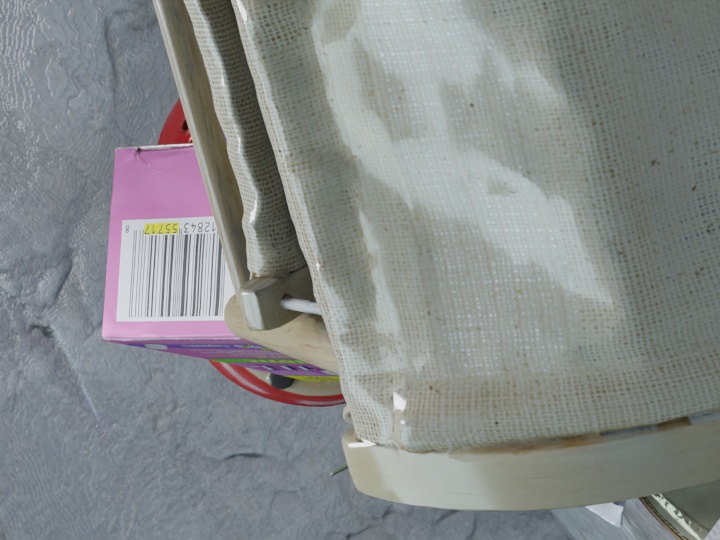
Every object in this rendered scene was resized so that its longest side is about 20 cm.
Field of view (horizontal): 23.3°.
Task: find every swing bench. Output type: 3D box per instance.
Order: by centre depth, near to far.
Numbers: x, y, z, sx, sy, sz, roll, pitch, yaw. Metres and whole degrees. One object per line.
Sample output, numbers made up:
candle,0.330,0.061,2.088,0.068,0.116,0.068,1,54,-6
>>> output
swing bench,0.017,-0.065,0.428,0.200,0.129,0.200,-134,27,-71

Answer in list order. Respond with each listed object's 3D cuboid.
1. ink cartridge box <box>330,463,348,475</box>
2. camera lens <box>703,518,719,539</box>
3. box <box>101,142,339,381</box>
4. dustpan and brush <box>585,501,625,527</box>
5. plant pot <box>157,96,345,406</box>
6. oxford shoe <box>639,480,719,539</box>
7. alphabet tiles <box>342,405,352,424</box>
ink cartridge box,0.053,0.067,1.206,0.060,0.199,0.104,60,177,4
camera lens,0.156,0.150,0.534,0.160,0.200,0.160,36,-177,-2
box,0.000,0.000,0.879,0.200,0.175,0.097,17,-106,-60
dustpan and brush,0.096,0.109,1.026,0.139,0.057,0.200,27,-168,12
plant pot,-0.031,-0.029,1.124,0.201,0.200,0.183,53,-172,-27
oxford shoe,0.175,0.091,0.952,0.200,0.071,0.074,52,174,2
alphabet tiles,0.098,0.087,1.092,0.195,0.200,0.015,16,-125,-22
